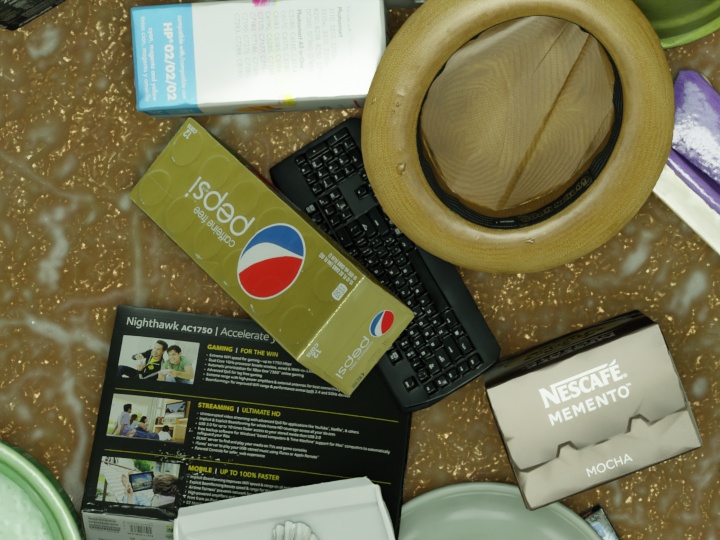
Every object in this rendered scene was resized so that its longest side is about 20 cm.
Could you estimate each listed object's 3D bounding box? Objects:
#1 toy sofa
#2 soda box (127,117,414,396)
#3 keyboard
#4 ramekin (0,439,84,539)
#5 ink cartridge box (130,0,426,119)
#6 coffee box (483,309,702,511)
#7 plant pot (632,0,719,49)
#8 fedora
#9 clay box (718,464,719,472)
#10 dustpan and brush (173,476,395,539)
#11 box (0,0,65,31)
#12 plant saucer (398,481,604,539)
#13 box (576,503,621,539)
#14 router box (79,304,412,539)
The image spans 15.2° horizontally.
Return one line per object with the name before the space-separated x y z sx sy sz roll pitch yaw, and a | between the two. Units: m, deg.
toy sofa | 0.247 -0.035 1.709 0.200 0.083 0.098 43 94 0
soda box | -0.058 -0.011 1.676 0.068 0.064 0.200 -50 49 3
keyboard | 0.000 0.000 1.698 0.104 0.040 0.201 -35 63 9
ramekin | -0.268 0.195 1.727 0.198 0.098 0.202 0 92 2
ink cartridge box | -0.039 -0.136 1.699 0.198 0.115 0.068 -4 91 3
coffee box | 0.139 0.082 1.657 0.112 0.200 0.080 -20 91 2
plant pot | 0.178 -0.240 1.654 0.199 0.184 0.202 0 91 2
fedora | 0.096 -0.100 1.651 0.199 0.082 0.202 0 110 0
clay box | 0.342 0.154 1.728 0.199 0.048 0.116 -17 92 3
dustpan and brush | -0.024 0.225 1.663 0.139 0.057 0.201 -11 129 17
box | -0.156 -0.221 1.679 0.199 0.160 0.044 -30 90 3
plant saucer | 0.078 0.235 1.699 0.199 0.050 0.202 0 88 4
box | 0.104 0.260 1.744 0.199 0.040 0.137 -31 90 2
router box | -0.068 0.107 1.709 0.198 0.051 0.150 7 62 2
